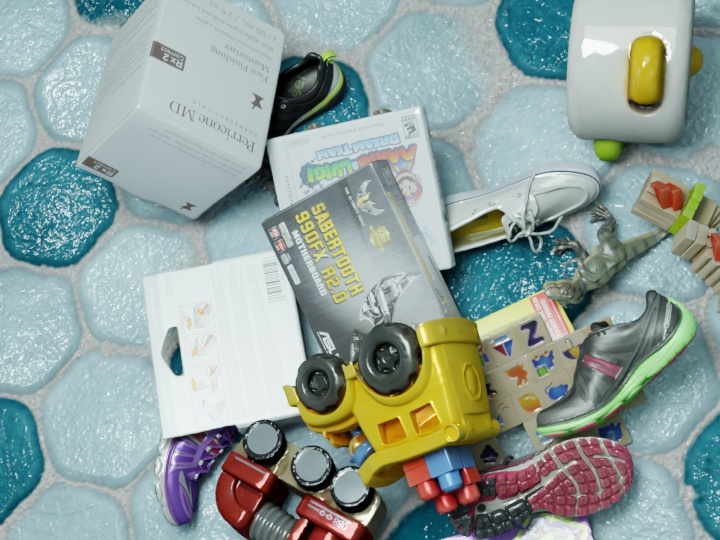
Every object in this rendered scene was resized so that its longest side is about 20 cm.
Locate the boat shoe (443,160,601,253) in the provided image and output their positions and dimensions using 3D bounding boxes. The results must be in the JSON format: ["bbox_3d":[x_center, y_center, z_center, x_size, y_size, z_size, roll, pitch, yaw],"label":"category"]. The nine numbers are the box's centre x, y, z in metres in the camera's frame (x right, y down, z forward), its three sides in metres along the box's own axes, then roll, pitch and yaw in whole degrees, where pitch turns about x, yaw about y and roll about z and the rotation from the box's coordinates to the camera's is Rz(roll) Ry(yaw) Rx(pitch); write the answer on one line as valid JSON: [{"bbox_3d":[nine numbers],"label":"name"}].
[{"bbox_3d":[0.173,-0.059,1.323,0.200,0.075,0.087,-13,41,14],"label":"boat shoe"}]

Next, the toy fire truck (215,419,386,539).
[{"bbox_3d":[-0.085,0.295,1.285,0.175,0.129,0.201,24,71,21],"label":"toy fire truck"}]

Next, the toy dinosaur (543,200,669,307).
[{"bbox_3d":[0.268,-0.026,1.314,0.199,0.048,0.088,-32,49,-16],"label":"toy dinosaur"}]

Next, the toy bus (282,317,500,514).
[{"bbox_3d":[0.042,0.160,1.213,0.199,0.135,0.194,-24,76,28],"label":"toy bus"}]

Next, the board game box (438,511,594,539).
[{"bbox_3d":[0.156,0.328,1.245,0.198,0.032,0.121,-17,72,10],"label":"board game box"}]

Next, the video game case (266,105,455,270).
[{"bbox_3d":[-0.002,-0.078,1.346,0.198,0.024,0.184,-9,96,24],"label":"video game case"}]

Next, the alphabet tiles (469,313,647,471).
[{"bbox_3d":[0.197,0.135,1.270,0.199,0.008,0.168,-25,92,6],"label":"alphabet tiles"}]

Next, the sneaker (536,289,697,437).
[{"bbox_3d":[0.257,0.099,1.231,0.200,0.077,0.084,-42,73,3],"label":"sneaker"}]

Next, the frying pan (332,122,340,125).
[{"bbox_3d":[0.021,-0.076,1.369,0.114,0.031,0.192,1,102,19],"label":"frying pan"}]

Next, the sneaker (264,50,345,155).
[{"bbox_3d":[-0.109,-0.205,1.454,0.200,0.083,0.072,-39,67,6],"label":"sneaker"}]

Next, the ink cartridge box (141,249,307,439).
[{"bbox_3d":[-0.151,0.088,1.356,0.172,0.044,0.202,-11,70,0],"label":"ink cartridge box"}]

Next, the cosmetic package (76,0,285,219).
[{"bbox_3d":[-0.208,-0.201,1.387,0.165,0.164,0.202,-30,44,47],"label":"cosmetic package"}]

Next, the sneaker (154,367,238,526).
[{"bbox_3d":[-0.181,0.194,1.355,0.083,0.081,0.202,9,75,12],"label":"sneaker"}]

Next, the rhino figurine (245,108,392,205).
[{"bbox_3d":[-0.049,-0.129,1.430,0.198,0.060,0.088,-12,67,13],"label":"rhino figurine"}]

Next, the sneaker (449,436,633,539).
[{"bbox_3d":[0.186,0.218,1.238,0.198,0.075,0.081,-14,94,4],"label":"sneaker"}]

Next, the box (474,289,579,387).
[{"bbox_3d":[0.140,0.096,1.310,0.199,0.050,0.076,-25,69,6],"label":"box"}]

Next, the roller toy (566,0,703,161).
[{"bbox_3d":[0.304,-0.234,1.296,0.138,0.200,0.184,4,68,16],"label":"roller toy"}]

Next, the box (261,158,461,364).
[{"bbox_3d":[0.000,0.000,1.321,0.158,0.048,0.201,-26,90,26],"label":"box"}]

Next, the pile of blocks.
[{"bbox_3d":[0.379,-0.037,1.266,0.082,0.062,0.200,-34,77,-18],"label":"pile of blocks"}]
